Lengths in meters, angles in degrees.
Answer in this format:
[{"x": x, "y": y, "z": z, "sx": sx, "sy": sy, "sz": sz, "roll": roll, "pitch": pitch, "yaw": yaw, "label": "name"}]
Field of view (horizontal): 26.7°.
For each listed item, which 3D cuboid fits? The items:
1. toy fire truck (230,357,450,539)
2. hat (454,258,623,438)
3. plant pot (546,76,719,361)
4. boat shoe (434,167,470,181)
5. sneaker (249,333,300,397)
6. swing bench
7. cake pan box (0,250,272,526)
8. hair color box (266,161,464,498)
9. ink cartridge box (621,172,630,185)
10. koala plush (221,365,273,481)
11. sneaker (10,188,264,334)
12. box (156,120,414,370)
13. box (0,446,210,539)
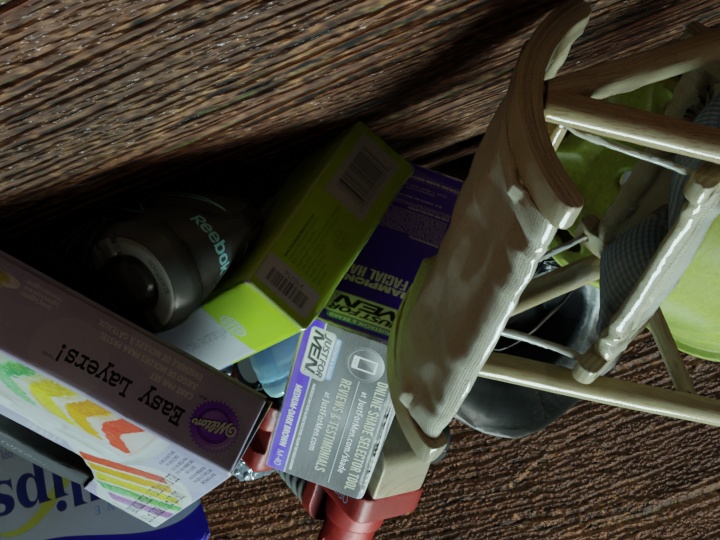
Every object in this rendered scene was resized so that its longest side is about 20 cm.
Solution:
[{"x": -0.025, "y": 0.159, "z": 1.180, "sx": 0.128, "sy": 0.176, "sz": 0.201, "roll": -6, "pitch": 125, "yaw": -40, "label": "toy fire truck"}, {"x": 0.111, "y": 0.025, "z": 1.142, "sx": 0.199, "sy": 0.202, "sz": 0.081, "roll": -16, "pitch": -148, "yaw": -22, "label": "hat"}, {"x": 0.206, "y": -0.046, "z": 0.974, "sx": 0.199, "sy": 0.202, "sz": 0.184, "roll": -21, "pitch": 163, "yaw": 33, "label": "plant pot"}, {"x": 0.033, "y": -0.030, "z": 1.035, "sx": 0.199, "sy": 0.072, "sz": 0.061, "roll": -7, "pitch": -170, "yaw": 8, "label": "boat shoe"}, {"x": -0.013, "y": 0.065, "z": 1.087, "sx": 0.074, "sy": 0.083, "sz": 0.199, "roll": -18, "pitch": 165, "yaw": 38, "label": "sneaker"}, {"x": 0.122, "y": -0.019, "z": 0.742, "sx": 0.198, "sy": 0.130, "sz": 0.199, "roll": -3, "pitch": 144, "yaw": -22, "label": "swing bench"}, {"x": -0.160, "y": 0.064, "z": 0.815, "sx": 0.053, "sy": 0.183, "sz": 0.200, "roll": -62, "pitch": -170, "yaw": -24, "label": "cake pan box"}, {"x": 0.009, "y": 0.028, "z": 0.904, "sx": 0.064, "sy": 0.110, "sz": 0.200, "roll": 18, "pitch": -148, "yaw": 3, "label": "hair color box"}, {"x": 0.217, "y": -0.047, "z": 1.274, "sx": 0.199, "sy": 0.117, "sz": 0.067, "roll": -21, "pitch": 175, "yaw": 28, "label": "ink cartridge box"}, {"x": -0.096, "y": 0.079, "z": 1.297, "sx": 0.183, "sy": 0.179, "sz": 0.200, "roll": -25, "pitch": 167, "yaw": 27, "label": "koala plush"}, {"x": -0.124, "y": 0.001, "z": 0.826, "sx": 0.079, "sy": 0.076, "sz": 0.199, "roll": -36, "pitch": -163, "yaw": -33, "label": "sneaker"}, {"x": -0.060, "y": -0.001, "z": 0.867, "sx": 0.122, "sy": 0.048, "sz": 0.200, "roll": -57, "pitch": -165, "yaw": -29, "label": "box"}, {"x": -0.218, "y": 0.115, "z": 0.998, "sx": 0.105, "sy": 0.201, "sz": 0.183, "roll": -23, "pitch": 173, "yaw": 42, "label": "box"}]
